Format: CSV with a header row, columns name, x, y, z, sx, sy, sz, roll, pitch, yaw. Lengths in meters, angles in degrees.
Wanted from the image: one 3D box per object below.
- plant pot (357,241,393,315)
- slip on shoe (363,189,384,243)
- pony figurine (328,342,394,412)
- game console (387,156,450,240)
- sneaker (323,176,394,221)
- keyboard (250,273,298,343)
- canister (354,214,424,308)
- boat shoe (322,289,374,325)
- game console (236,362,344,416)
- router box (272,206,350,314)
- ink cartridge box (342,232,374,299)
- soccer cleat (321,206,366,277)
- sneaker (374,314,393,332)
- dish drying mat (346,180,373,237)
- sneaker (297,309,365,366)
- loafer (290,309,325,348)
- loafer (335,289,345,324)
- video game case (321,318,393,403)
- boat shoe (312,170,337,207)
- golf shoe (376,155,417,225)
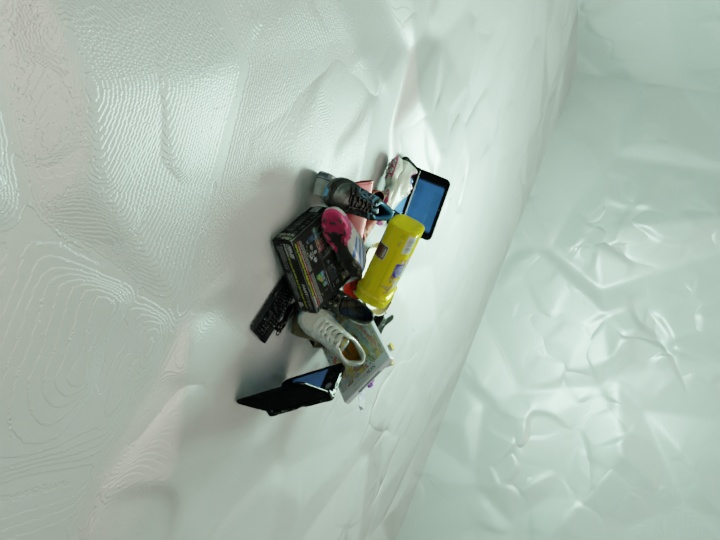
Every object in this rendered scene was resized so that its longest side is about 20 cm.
name,x,y,z,sx,sy,sz,roll,pitch,yaw
plant pot,0.043,0.022,1.484,0.199,0.027,0.203,-5,95,-59
slip on shoe,0.014,-0.136,1.433,0.074,0.061,0.201,46,51,-36
pony figurine,0.002,0.289,1.595,0.199,0.167,0.193,-33,-167,13
game console,0.171,-0.216,1.656,0.176,0.115,0.202,22,87,-65
sneaker,-0.001,-0.158,1.235,0.199,0.082,0.074,7,107,-50
keyboard,-0.175,0.080,1.282,0.201,0.039,0.104,-59,151,-21
canister,0.073,-0.026,1.322,0.201,0.086,0.148,-65,171,21
boat shoe,-0.053,0.078,1.359,0.069,0.198,0.057,-67,-167,-10
game console,-0.161,0.268,1.297,0.117,0.199,0.176,58,30,-21
router box,-0.108,-0.024,1.262,0.150,0.062,0.202,-47,131,-41
ink cartridge box,0.000,0.000,1.458,0.160,0.047,0.202,-20,92,-59
soccer cleat,-0.035,-0.076,1.256,0.087,0.069,0.201,-67,147,-43
sneaker,0.025,0.184,1.577,0.200,0.060,0.104,-50,162,-18
dish drying mat,-0.014,-0.120,1.326,0.076,0.018,0.202,-14,122,-44
sneaker,-0.066,0.157,1.323,0.200,0.081,0.077,41,74,-17
loafer,-0.099,0.167,1.400,0.199,0.076,0.068,35,94,-25
loafer,-0.038,0.142,1.554,0.068,0.075,0.202,-53,150,-43
video game case,-0.015,0.218,1.453,0.023,0.201,0.182,24,117,-42
boat shoe,-0.055,-0.156,1.317,0.202,0.074,0.087,37,74,-61
golf shoe,0.101,-0.218,1.550,0.091,0.075,0.202,17,94,-23
